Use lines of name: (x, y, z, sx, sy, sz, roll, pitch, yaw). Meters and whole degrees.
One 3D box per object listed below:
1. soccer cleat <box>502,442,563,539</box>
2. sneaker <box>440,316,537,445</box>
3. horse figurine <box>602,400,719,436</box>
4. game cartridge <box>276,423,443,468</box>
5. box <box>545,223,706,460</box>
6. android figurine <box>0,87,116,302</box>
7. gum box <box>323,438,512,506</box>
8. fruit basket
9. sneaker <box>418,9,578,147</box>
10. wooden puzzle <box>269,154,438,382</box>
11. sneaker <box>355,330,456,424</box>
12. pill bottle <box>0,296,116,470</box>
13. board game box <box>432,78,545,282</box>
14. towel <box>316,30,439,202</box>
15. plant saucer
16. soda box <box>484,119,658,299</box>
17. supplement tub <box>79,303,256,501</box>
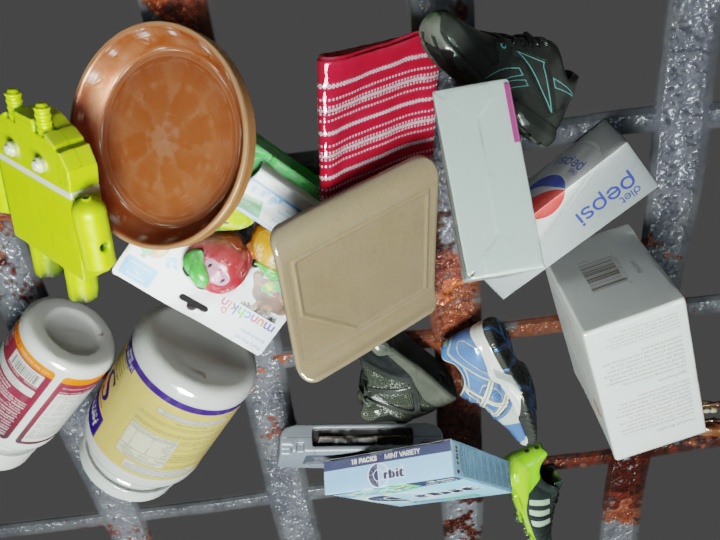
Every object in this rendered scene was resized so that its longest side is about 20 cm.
soccer cleat: (0.255, 0.329, 1.007, 0.080, 0.068, 0.201, -25, 122, -3)
sneaker: (0.168, 0.143, 0.881, 0.076, 0.076, 0.201, -18, 118, 23)
horse figurine: (0.391, 0.178, 0.871, 0.131, 0.200, 0.051, -9, 88, -2)
game cartridge: (-0.007, 0.224, 0.896, 0.197, 0.042, 0.133, 2, 160, -9)
box: (0.295, 0.080, 0.793, 0.105, 0.153, 0.201, -20, 123, 9)
android figurine: (-0.295, -0.070, 0.668, 0.181, 0.041, 0.202, 28, 131, 28)
gum box: (0.077, 0.258, 0.881, 0.168, 0.045, 0.200, -16, 152, 25)
fruit basket: (-0.120, -0.027, 0.713, 0.184, 0.094, 0.201, 34, 97, -23)
sneaker: (0.131, -0.190, 0.647, 0.199, 0.075, 0.080, 23, 109, -43)
wooden puzzle: (0.000, 0.000, 0.711, 0.184, 0.037, 0.201, -29, 136, -22)
sneaker: (0.015, 0.116, 0.840, 0.114, 0.077, 0.199, -37, 118, 19)
pill bottle: (-0.373, 0.132, 0.802, 0.109, 0.110, 0.200, 34, 115, -23)
board game box: (0.109, -0.067, 0.627, 0.063, 0.200, 0.149, -10, 88, 6)
towel: (0.021, -0.122, 0.676, 0.144, 0.022, 0.202, -24, 130, -30)
plant saucer: (-0.181, -0.121, 0.645, 0.198, 0.032, 0.203, 2, 96, 23)
soda box: (0.204, -0.062, 0.747, 0.199, 0.064, 0.068, -39, 117, 19)
supplement tub: (-0.224, 0.152, 0.805, 0.144, 0.146, 0.201, 27, 117, -20)
